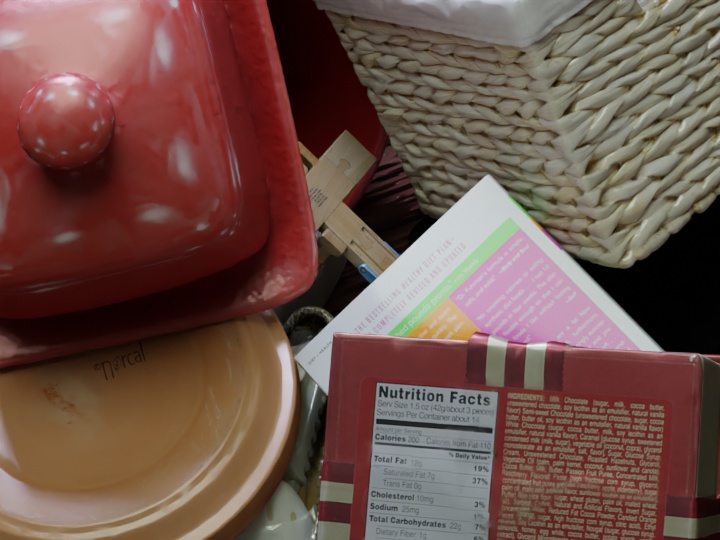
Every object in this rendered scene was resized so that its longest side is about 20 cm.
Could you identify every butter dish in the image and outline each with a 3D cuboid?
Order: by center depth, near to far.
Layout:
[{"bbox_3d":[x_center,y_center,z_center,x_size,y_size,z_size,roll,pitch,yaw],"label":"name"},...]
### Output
[{"bbox_3d":[-0.131,-0.065,1.328,0.199,0.148,0.201,-12,89,-1],"label":"butter dish"}]

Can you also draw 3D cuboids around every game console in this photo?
[{"bbox_3d":[0.157,-0.010,1.504,0.200,0.117,0.176,-33,22,-18],"label":"game console"}]

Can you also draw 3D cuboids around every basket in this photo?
[{"bbox_3d":[0.119,-0.125,1.433,0.198,0.161,0.200,-35,24,-22],"label":"basket"}]

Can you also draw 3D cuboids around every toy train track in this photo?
[{"bbox_3d":[0.000,0.000,1.457,0.200,0.033,0.115,44,39,-3],"label":"toy train track"}]

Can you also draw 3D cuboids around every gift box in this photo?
[{"bbox_3d":[0.067,0.125,1.242,0.184,0.187,0.201,8,89,12],"label":"gift box"}]

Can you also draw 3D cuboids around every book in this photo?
[{"bbox_3d":[0.084,0.070,1.360,0.134,0.048,0.200,-44,75,5],"label":"book"}]

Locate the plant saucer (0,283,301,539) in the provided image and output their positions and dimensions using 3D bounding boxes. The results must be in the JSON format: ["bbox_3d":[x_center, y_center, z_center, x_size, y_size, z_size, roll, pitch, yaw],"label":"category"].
[{"bbox_3d":[-0.129,0.065,1.380,0.199,0.032,0.201,-4,54,5],"label":"plant saucer"}]

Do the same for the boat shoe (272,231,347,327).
[{"bbox_3d":[-0.078,0.038,1.473,0.057,0.067,0.200,26,62,22],"label":"boat shoe"}]

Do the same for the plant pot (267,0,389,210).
[{"bbox_3d":[-0.109,-0.111,1.532,0.200,0.201,0.177,-36,43,-20],"label":"plant pot"}]

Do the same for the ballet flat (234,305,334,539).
[{"bbox_3d":[-0.041,0.101,1.407,0.068,0.075,0.201,2,51,13],"label":"ballet flat"}]
